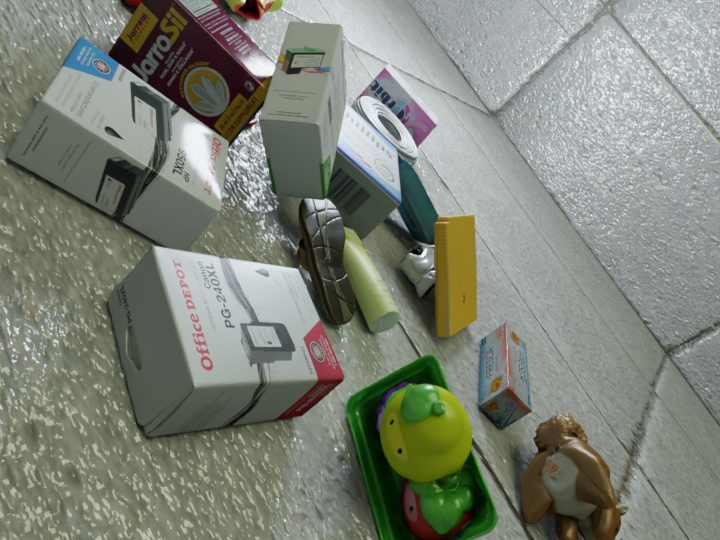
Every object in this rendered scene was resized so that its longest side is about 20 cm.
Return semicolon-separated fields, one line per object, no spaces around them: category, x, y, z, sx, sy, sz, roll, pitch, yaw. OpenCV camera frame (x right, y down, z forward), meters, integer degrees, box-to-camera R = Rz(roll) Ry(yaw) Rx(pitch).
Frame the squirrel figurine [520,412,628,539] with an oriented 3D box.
squirrel figurine;0.348;0.338;0.943;0.186;0.140;0.202;42;30;-30

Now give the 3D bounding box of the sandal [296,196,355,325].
sandal;-0.056;-0.015;0.852;0.081;0.054;0.204;4;66;-48

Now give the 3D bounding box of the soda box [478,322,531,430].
soda box;0.255;0.182;1.058;0.064;0.068;0.201;44;28;-11

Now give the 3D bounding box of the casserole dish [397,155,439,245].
casserole dish;0.102;-0.127;1.166;0.202;0.038;0.121;60;-10;-16

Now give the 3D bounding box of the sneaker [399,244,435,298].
sneaker;0.133;-0.020;1.127;0.081;0.075;0.200;43;26;7

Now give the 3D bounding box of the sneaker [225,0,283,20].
sneaker;-0.225;-0.565;1.258;0.199;0.078;0.092;-24;83;-57

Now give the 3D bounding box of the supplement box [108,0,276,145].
supplement box;-0.223;-0.289;0.839;0.199;0.131;0.104;41;28;-15

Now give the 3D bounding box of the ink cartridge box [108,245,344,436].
ink cartridge box;-0.127;0.069;0.592;0.198;0.083;0.147;10;47;-53

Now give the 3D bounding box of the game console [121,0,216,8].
game console;-0.318;-0.457;1.028;0.173;0.116;0.203;67;4;-55

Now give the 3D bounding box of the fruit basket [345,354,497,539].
fruit basket;0.062;0.195;0.645;0.217;0.154;0.217;53;16;-23

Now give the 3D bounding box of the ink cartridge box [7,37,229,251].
ink cartridge box;-0.250;-0.133;0.655;0.198;0.084;0.146;33;32;-32

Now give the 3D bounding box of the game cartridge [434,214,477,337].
game cartridge;0.172;0.003;1.071;0.175;0.032;0.205;-12;100;-63

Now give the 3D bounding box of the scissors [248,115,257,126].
scissors;-0.180;-0.282;1.032;0.073;0.014;0.200;49;26;2

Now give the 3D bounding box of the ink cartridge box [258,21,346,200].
ink cartridge box;-0.075;-0.228;0.846;0.082;0.146;0.204;6;58;5

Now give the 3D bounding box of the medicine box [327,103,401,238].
medicine box;-0.026;-0.193;1.055;0.181;0.103;0.202;37;31;-25

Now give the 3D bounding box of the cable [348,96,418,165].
cable;0.048;-0.307;1.348;0.202;0.069;0.199;56;27;10

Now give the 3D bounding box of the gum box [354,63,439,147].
gum box;0.095;-0.393;1.479;0.200;0.113;0.066;45;27;-10

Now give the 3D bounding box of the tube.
tube;0.000;0.000;0.919;0.059;0.051;0.202;82;-15;-54
